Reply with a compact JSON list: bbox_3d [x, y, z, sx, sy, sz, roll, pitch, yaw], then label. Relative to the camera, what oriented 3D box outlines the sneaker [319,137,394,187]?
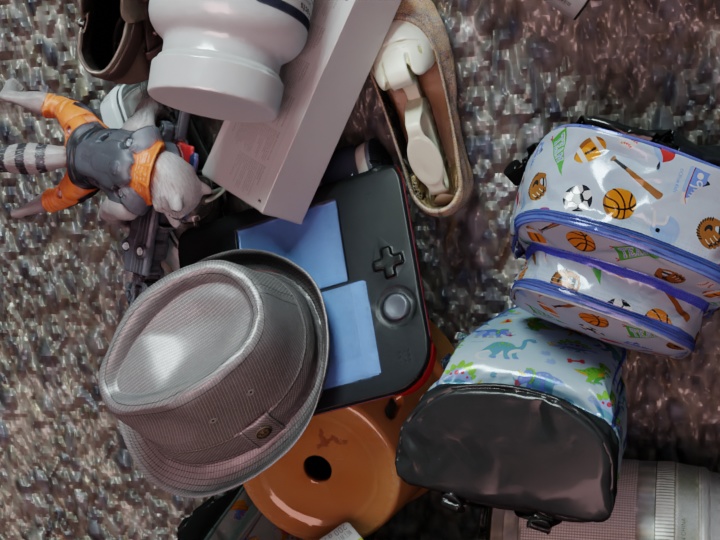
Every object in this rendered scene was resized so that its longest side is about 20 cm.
[{"bbox_3d":[0.000,0.000,0.925,0.081,0.070,0.202,-15,75,23],"label":"sneaker"}]

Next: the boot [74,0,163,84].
[{"bbox_3d":[-0.157,-0.239,0.861,0.070,0.146,0.202,13,113,14],"label":"boot"}]

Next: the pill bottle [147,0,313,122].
[{"bbox_3d":[-0.087,-0.213,0.815,0.115,0.116,0.202,9,84,13],"label":"pill bottle"}]

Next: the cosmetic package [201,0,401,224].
[{"bbox_3d":[-0.042,-0.144,0.872,0.082,0.050,0.201,33,102,41],"label":"cosmetic package"}]

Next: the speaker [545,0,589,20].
[{"bbox_3d":[0.094,-0.267,0.816,0.199,0.081,0.081,36,116,1],"label":"speaker"}]

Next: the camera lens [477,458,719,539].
[{"bbox_3d":[0.200,0.232,0.928,0.198,0.160,0.161,1,110,16],"label":"camera lens"}]

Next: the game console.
[{"bbox_3d":[-0.046,0.026,0.881,0.199,0.031,0.178,-16,74,18],"label":"game console"}]

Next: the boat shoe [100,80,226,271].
[{"bbox_3d":[-0.146,-0.070,0.963,0.071,0.072,0.201,-24,100,27],"label":"boat shoe"}]

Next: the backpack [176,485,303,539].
[{"bbox_3d":[-0.080,0.308,1.029,0.153,0.176,0.200,-29,103,35],"label":"backpack"}]

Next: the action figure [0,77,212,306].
[{"bbox_3d":[-0.205,-0.058,0.903,0.192,0.104,0.202,7,96,27],"label":"action figure"}]

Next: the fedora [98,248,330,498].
[{"bbox_3d":[-0.120,0.065,0.837,0.199,0.090,0.178,-30,63,13],"label":"fedora"}]

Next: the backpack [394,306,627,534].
[{"bbox_3d":[0.134,0.104,0.875,0.162,0.200,0.155,8,90,23],"label":"backpack"}]

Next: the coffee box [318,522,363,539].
[{"bbox_3d":[-0.009,0.357,0.856,0.199,0.198,0.201,-34,123,-12],"label":"coffee box"}]

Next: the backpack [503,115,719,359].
[{"bbox_3d":[0.187,-0.026,0.807,0.198,0.191,0.155,13,76,10],"label":"backpack"}]

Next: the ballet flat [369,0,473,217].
[{"bbox_3d":[0.044,-0.134,0.887,0.068,0.067,0.201,-16,105,20],"label":"ballet flat"}]

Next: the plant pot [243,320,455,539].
[{"bbox_3d":[-0.018,0.134,0.967,0.198,0.140,0.202,6,112,15],"label":"plant pot"}]
